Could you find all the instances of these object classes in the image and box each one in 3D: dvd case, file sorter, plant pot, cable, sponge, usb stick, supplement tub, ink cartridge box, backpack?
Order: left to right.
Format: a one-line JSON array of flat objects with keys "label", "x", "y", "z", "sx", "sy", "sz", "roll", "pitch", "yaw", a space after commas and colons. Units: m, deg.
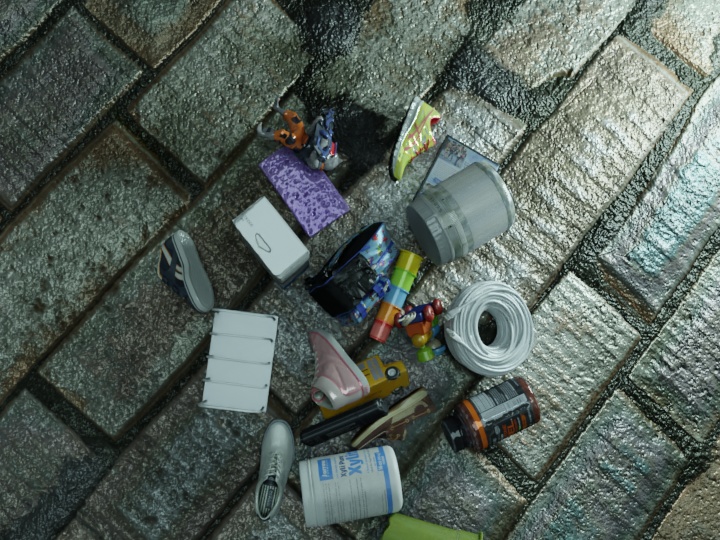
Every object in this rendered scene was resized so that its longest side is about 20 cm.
[{"label": "file sorter", "x": -0.250, "y": 0.183, "z": 1.325, "sx": 0.136, "sy": 0.125, "sz": 0.205, "roll": 7, "pitch": 81, "yaw": -5}, {"label": "ink cartridge box", "x": -0.178, "y": -0.051, "z": 1.322, "sx": 0.083, "sy": 0.200, "sz": 0.146, "roll": -39, "pitch": 87, "yaw": -8}, {"label": "sponge", "x": -0.124, "y": -0.184, "z": 1.431, "sx": 0.111, "sy": 0.030, "sz": 0.202, "roll": -35, "pitch": 87, "yaw": -9}, {"label": "usb stick", "x": -0.034, "y": 0.315, "z": 1.332, "sx": 0.197, "sy": 0.055, "sz": 0.033, "roll": -26, "pitch": 50, "yaw": 15}, {"label": "supplement tub", "x": -0.021, "y": 0.437, "z": 1.309, "sx": 0.195, "sy": 0.132, "sz": 0.135, "roll": -8, "pitch": 83, "yaw": -7}, {"label": "backpack", "x": 0.000, "y": 0.000, "z": 1.351, "sx": 0.135, "sy": 0.182, "sz": 0.200, "roll": 45, "pitch": 69, "yaw": -6}, {"label": "plant pot", "x": 0.123, "y": 0.581, "z": 1.288, "sx": 0.187, "sy": 0.200, "sz": 0.203, "roll": 22, "pitch": 81, "yaw": 10}, {"label": "dvd case", "x": 0.213, "y": -0.189, "z": 1.468, "sx": 0.141, "sy": 0.018, "sz": 0.203, "roll": 28, "pitch": 82, "yaw": 0}, {"label": "cable", "x": 0.276, "y": 0.126, "z": 1.388, "sx": 0.199, "sy": 0.069, "sz": 0.201, "roll": -40, "pitch": 98, "yaw": -22}, {"label": "supplement tub", "x": 0.272, "y": 0.310, "z": 1.365, "sx": 0.197, "sy": 0.107, "sz": 0.109, "roll": -23, "pitch": 85, "yaw": -7}]

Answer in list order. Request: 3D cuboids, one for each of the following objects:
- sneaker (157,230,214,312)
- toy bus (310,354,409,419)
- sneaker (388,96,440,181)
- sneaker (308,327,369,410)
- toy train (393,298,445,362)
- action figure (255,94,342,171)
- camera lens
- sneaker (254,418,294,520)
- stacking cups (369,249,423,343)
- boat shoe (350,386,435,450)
[{"label": "sneaker", "x": -0.367, "y": 0.017, "z": 1.345, "sx": 0.079, "sy": 0.078, "sz": 0.202, "roll": -34, "pitch": 58, "yaw": 12}, {"label": "toy bus", "x": 0.002, "y": 0.242, "z": 1.358, "sx": 0.197, "sy": 0.066, "sz": 0.079, "roll": -24, "pitch": 47, "yaw": -8}, {"label": "sneaker", "x": 0.123, "y": -0.287, "z": 1.444, "sx": 0.089, "sy": 0.078, "sz": 0.203, "roll": 23, "pitch": 81, "yaw": -4}, {"label": "sneaker", "x": -0.076, "y": 0.203, "z": 1.315, "sx": 0.103, "sy": 0.076, "sz": 0.200, "roll": -29, "pitch": 48, "yaw": -21}, {"label": "toy train", "x": 0.121, "y": 0.137, "z": 1.335, "sx": 0.083, "sy": 0.199, "sz": 0.118, "roll": -15, "pitch": 93, "yaw": 24}, {"label": "action figure", "x": -0.121, "y": -0.291, "z": 1.404, "sx": 0.192, "sy": 0.202, "sz": 0.105, "roll": 35, "pitch": 125, "yaw": -15}, {"label": "camera lens", "x": 0.216, "y": -0.122, "z": 1.370, "sx": 0.198, "sy": 0.160, "sz": 0.162, "roll": -30, "pitch": 86, "yaw": -7}, {"label": "sneaker", "x": -0.175, "y": 0.412, "z": 1.328, "sx": 0.071, "sy": 0.071, "sz": 0.205, "roll": 6, "pitch": 82, "yaw": -4}, {"label": "stacking cups", "x": 0.076, "y": 0.058, "z": 1.401, "sx": 0.059, "sy": 0.061, "sz": 0.203, "roll": 22, "pitch": 81, "yaw": -2}, {"label": "boat shoe", "x": 0.072, "y": 0.328, "z": 1.364, "sx": 0.198, "sy": 0.072, "sz": 0.073, "roll": -32, "pitch": 86, "yaw": -14}]
